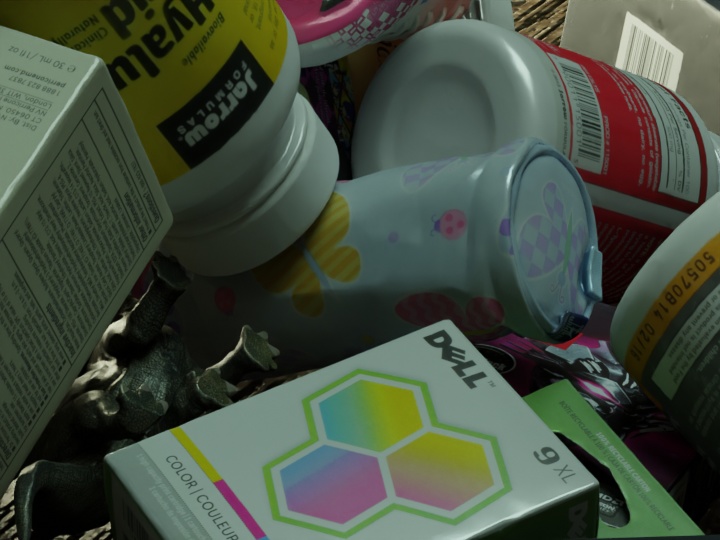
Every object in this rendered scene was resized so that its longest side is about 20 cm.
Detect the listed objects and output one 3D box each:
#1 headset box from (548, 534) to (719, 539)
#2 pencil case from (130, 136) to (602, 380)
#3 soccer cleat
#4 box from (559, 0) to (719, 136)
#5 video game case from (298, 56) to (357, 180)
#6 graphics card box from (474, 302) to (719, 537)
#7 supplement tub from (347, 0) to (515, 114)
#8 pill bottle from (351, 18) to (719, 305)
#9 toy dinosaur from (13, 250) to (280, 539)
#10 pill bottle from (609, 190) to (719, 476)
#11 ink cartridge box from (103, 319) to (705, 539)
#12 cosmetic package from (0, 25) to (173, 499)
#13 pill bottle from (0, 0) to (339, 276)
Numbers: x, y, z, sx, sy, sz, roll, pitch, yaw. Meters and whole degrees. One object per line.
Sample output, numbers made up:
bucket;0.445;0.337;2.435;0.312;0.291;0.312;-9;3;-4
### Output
headset box;0.100;0.164;0.788;0.198;0.093;0.174;1;24;-18
pencil case;0.000;0.000;1.044;0.199;0.084;0.091;-8;-11;27
soccer cleat;0.018;-0.132;1.165;0.069;0.087;0.200;7;38;29
box;0.244;-0.113;1.435;0.197;0.124;0.200;0;26;-25
video game case;-0.077;-0.126;1.124;0.036;0.202;0.181;-18;-15;38
graphics card box;0.085;0.070;1.047;0.125;0.051;0.200;19;26;20
supplement tub;-0.035;-0.105;1.276;0.198;0.146;0.145;1;25;-19
pill bottle;0.097;-0.044;1.191;0.112;0.113;0.199;31;12;40
toy dinosaur;-0.093;0.061;0.970;0.077;0.102;0.201;33;35;-17
pill bottle;0.198;0.061;0.969;0.116;0.117;0.200;-17;59;-46
ink cartridge box;0.019;0.082;0.904;0.199;0.060;0.104;-20;43;-22
cosmetic package;-0.152;0.022;0.874;0.073;0.104;0.201;19;62;25
pill bottle;-0.091;-0.091;0.968;0.111;0.200;0.112;-21;42;21
